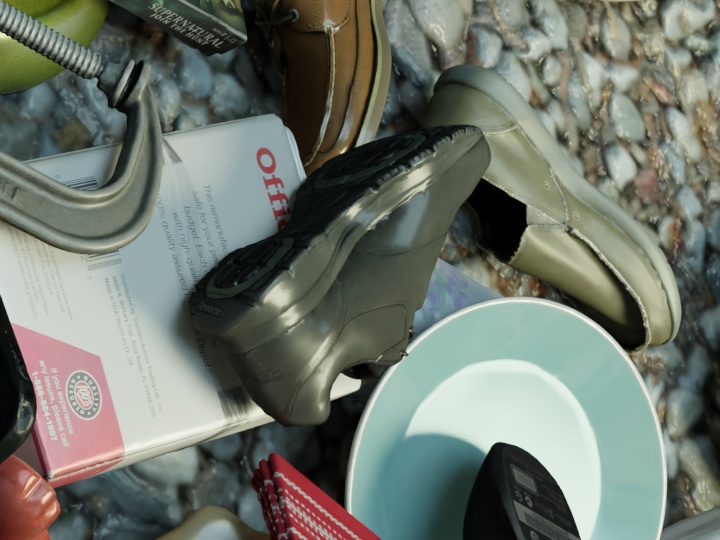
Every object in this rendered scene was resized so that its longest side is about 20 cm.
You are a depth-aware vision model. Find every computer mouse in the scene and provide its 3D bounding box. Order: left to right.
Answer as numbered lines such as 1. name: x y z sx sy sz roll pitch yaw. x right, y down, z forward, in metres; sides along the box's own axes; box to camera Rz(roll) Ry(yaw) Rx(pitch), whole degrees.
1. computer mouse: 0.071 0.168 1.362 0.140 0.046 0.201 27 38 -51

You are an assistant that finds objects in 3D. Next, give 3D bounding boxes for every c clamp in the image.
1. c clamp: -0.168 -0.101 1.312 0.199 0.027 0.171 33 45 -13

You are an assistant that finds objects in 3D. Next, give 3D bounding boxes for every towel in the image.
1. towel: 0.012 0.179 1.307 0.144 0.022 0.200 40 17 -28

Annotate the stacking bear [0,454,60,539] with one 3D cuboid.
1. stacking bear: -0.224 0.167 1.212 0.113 0.122 0.200 26 62 17

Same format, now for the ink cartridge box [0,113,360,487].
1. ink cartridge box: -0.112 0.017 1.372 0.199 0.083 0.148 -14 85 -42

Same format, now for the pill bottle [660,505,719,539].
1. pill bottle: 0.229 0.231 1.579 0.111 0.111 0.201 -19 89 -43

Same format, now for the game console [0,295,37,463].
1. game console: -0.250 0.022 1.168 0.116 0.176 0.201 23 35 -50

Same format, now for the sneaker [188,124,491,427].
1. sneaker: 0.000 0.000 1.380 0.200 0.076 0.091 -42 114 -34

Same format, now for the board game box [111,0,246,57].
1. board game box: -0.129 -0.198 1.407 0.200 0.028 0.136 25 48 -55

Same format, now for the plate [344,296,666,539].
1. plate: 0.071 0.113 1.455 0.199 0.026 0.202 -2 93 -33

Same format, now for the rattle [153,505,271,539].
1. rattle: -0.034 0.206 1.321 0.130 0.143 0.201 -34 91 -30

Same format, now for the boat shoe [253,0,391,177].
1. boat shoe: -0.027 -0.133 1.511 0.068 0.072 0.201 24 52 -28

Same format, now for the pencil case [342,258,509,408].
1. pencil case: 0.061 0.055 1.509 0.199 0.083 0.091 28 54 -32

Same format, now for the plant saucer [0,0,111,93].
1. plant saucer: -0.192 -0.187 1.405 0.199 0.031 0.202 15 66 -37

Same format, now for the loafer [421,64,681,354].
1. loafer: 0.097 -0.021 1.583 0.200 0.075 0.070 47 63 -14
